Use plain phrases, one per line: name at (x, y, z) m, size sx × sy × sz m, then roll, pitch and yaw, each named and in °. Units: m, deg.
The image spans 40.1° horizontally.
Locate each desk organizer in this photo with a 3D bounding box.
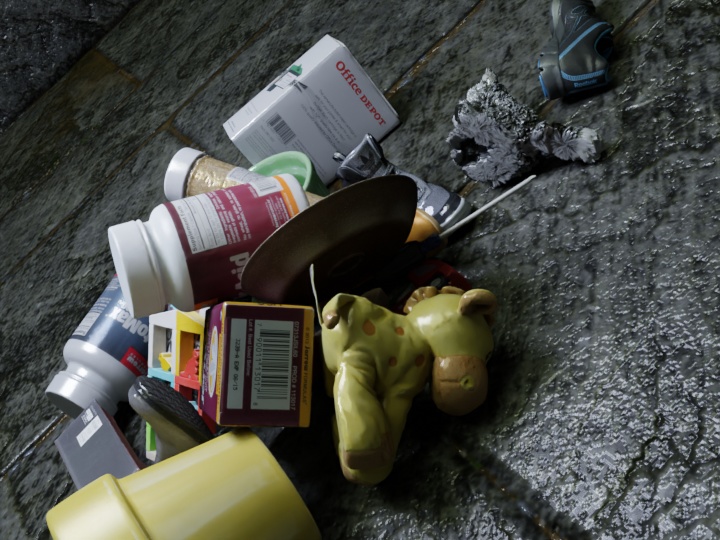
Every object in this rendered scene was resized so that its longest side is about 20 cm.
desk organizer at (-0.282, 0.233, 1.139) m, size 0.072 × 0.077 × 0.200 m, roll -47°, pitch 31°, yaw -8°

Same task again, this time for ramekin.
ramekin at (-0.115, -0.049, 1.280) m, size 0.199 × 0.098 × 0.201 m, roll -29°, pitch 34°, yaw 21°

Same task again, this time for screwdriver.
screwdriver at (0.094, -0.042, 1.013) m, size 0.199 × 0.028 × 0.029 m, roll -33°, pitch -2°, yaw 21°

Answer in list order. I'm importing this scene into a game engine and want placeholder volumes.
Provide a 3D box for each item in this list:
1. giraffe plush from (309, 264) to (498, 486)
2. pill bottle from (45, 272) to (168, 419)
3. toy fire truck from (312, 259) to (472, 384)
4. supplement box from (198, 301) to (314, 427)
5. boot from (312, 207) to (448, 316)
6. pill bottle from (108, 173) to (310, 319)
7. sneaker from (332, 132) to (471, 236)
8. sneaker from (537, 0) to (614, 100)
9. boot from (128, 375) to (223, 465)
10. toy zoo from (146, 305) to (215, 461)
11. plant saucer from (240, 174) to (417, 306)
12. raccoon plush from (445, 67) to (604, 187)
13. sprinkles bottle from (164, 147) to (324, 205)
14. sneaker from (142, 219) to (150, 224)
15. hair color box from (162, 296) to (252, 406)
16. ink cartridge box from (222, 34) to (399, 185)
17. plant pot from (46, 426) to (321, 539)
giraffe plush at (0.048, 0.082, 0.898) m, size 0.161 × 0.202 × 0.173 m, roll -9°, pitch 6°, yaw -6°
pill bottle at (-0.319, 0.103, 1.302) m, size 0.119 × 0.120 × 0.201 m, roll -2°, pitch 50°, yaw 47°
toy fire truck at (0.014, 0.059, 1.049) m, size 0.200 × 0.049 × 0.141 m, roll -43°, pitch 28°, yaw -5°
supplement box at (-0.106, 0.091, 0.969) m, size 0.200 × 0.085 × 0.112 m, roll 163°, pitch 110°, yaw -75°
boot at (-0.001, -0.001, 1.102) m, size 0.144 × 0.071 × 0.201 m, roll -43°, pitch 17°, yaw -24°
pill bottle at (-0.151, -0.023, 1.023) m, size 0.198 × 0.115 × 0.114 m, roll -16°, pitch 26°, yaw -17°
sneaker at (0.037, -0.097, 1.152) m, size 0.076 × 0.114 × 0.199 m, roll -51°, pitch 32°, yaw -14°
sneaker at (0.266, -0.280, 1.180) m, size 0.081 × 0.073 × 0.201 m, roll -3°, pitch 51°, yaw 24°
boot at (-0.194, 0.201, 0.970) m, size 0.131 × 0.200 × 0.070 m, roll -40°, pitch 38°, yaw -3°
toy zoo at (-0.204, 0.126, 1.121) m, size 0.131 × 0.020 × 0.202 m, roll 6°, pitch 95°, yaw 51°
plant saucer at (-0.021, -0.018, 0.963) m, size 0.200 × 0.200 × 0.037 m, roll -36°, pitch 73°, yaw 11°
raccoon plush at (0.192, -0.163, 1.127) m, size 0.198 × 0.097 × 0.134 m, roll 16°, pitch 43°, yaw 22°
sprinkles bottle at (-0.128, -0.082, 1.150) m, size 0.198 × 0.068 × 0.069 m, roll 20°, pitch 59°, yaw 14°
sneaker at (-0.219, -0.051, 1.253) m, size 0.200 × 0.074 × 0.080 m, roll -42°, pitch 47°, yaw 9°
hair color box at (-0.179, 0.048, 1.156) m, size 0.100 × 0.060 × 0.202 m, roll 17°, pitch 102°, yaw 49°
ink cartridge box at (-0.068, -0.206, 1.375) m, size 0.200 × 0.146 × 0.084 m, roll -40°, pitch 29°, yaw 2°
plant pot at (-0.146, 0.244, 0.878) m, size 0.188 × 0.202 × 0.200 m, roll -34°, pitch 28°, yaw -17°
